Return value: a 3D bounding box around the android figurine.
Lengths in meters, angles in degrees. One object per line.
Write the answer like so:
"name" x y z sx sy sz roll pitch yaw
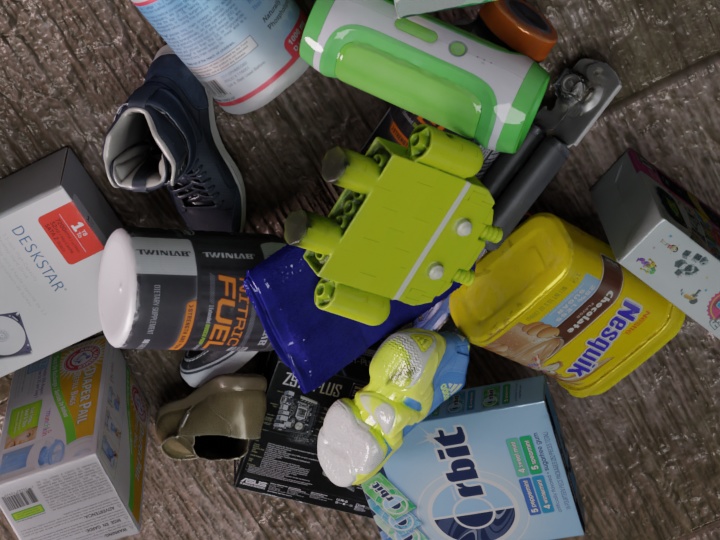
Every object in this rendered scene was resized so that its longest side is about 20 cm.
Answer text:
"android figurine" 0.035 -0.036 1.448 0.199 0.041 0.183 20 111 -40

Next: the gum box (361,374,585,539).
"gum box" 0.101 0.195 1.680 0.199 0.045 0.171 -12 122 14

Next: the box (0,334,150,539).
"box" -0.275 0.168 1.676 0.112 0.200 0.102 -18 121 7

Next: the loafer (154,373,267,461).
"loafer" -0.150 0.157 1.705 0.076 0.068 0.200 6 156 -23

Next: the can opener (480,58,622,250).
"can opener" 0.168 -0.102 1.572 0.200 0.053 0.067 -53 147 1

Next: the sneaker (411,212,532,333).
"sneaker" 0.101 -0.003 1.664 0.075 0.079 0.200 -4 138 -37

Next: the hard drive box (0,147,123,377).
"hard drive box" -0.322 0.000 1.644 0.199 0.077 0.156 -25 120 13

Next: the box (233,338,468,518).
"box" -0.011 0.152 1.741 0.199 0.086 0.165 14 121 -10

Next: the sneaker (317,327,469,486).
"sneaker" 0.040 0.126 1.594 0.105 0.076 0.200 -10 148 -39

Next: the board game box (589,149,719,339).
"board game box" 0.316 -0.009 1.619 0.200 0.148 0.064 35 112 -21

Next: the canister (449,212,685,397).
"canister" 0.193 0.033 1.627 0.148 0.087 0.199 -41 142 22

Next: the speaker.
"speaker" 0.053 -0.171 1.448 0.199 0.089 0.089 25 120 7

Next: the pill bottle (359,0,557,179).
"pill bottle" 0.092 -0.149 1.549 0.106 0.106 0.200 27 116 -17

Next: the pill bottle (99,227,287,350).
"pill bottle" -0.125 0.018 1.556 0.199 0.106 0.107 2 124 -25

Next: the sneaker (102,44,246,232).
"sneaker" -0.166 -0.080 1.554 0.076 0.146 0.203 -5 121 17

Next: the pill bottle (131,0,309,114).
"pill bottle" -0.133 -0.239 1.485 0.108 0.109 0.200 -32 118 17

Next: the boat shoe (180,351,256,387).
"boat shoe" -0.107 0.033 1.674 0.200 0.072 0.068 -37 118 16

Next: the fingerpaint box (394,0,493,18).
"fingerpaint box" 0.104 -0.267 1.416 0.166 0.200 0.074 -10 107 3

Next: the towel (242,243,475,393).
"towel" 0.000 0.000 1.514 0.199 0.050 0.148 -33 133 -12
